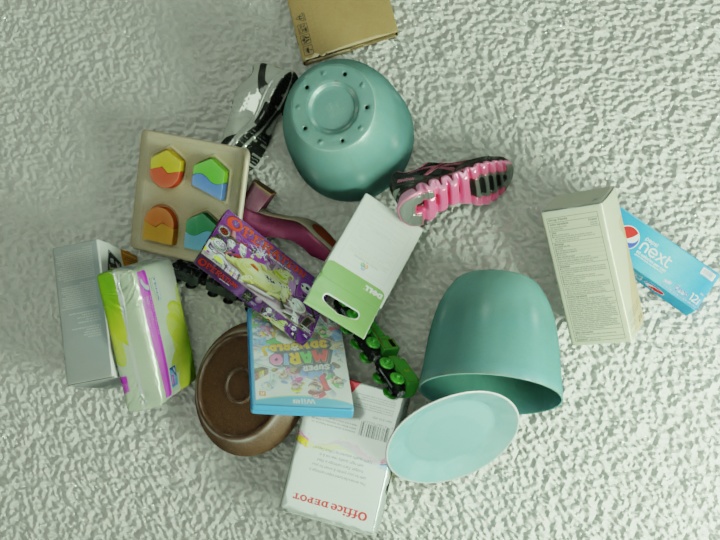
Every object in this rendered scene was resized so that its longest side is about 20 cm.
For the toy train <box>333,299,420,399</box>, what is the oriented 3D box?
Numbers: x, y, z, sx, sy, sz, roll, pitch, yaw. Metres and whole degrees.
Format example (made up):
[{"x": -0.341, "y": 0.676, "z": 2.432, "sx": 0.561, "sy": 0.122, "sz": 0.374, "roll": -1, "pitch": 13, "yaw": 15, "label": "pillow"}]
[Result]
[{"x": 0.021, "y": 0.108, "z": 1.392, "sx": 0.201, "sy": 0.056, "sz": 0.042, "roll": 54, "pitch": 132, "yaw": 38, "label": "toy train"}]

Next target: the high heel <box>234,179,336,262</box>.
[{"x": -0.114, "y": -0.045, "z": 1.471, "sx": 0.199, "sy": 0.067, "sz": 0.097, "roll": 39, "pitch": 105, "yaw": 14, "label": "high heel"}]

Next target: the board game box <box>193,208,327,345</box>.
[{"x": -0.140, "y": 0.009, "z": 1.399, "sx": 0.199, "sy": 0.121, "sz": 0.032, "roll": 38, "pitch": 121, "yaw": -13, "label": "board game box"}]

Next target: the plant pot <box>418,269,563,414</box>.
[{"x": 0.184, "y": 0.096, "z": 1.337, "sx": 0.196, "sy": 0.201, "sz": 0.164, "roll": 3, "pitch": 68, "yaw": 9, "label": "plant pot"}]

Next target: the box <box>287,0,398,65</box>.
[{"x": -0.039, "y": -0.445, "z": 1.528, "sx": 0.161, "sy": 0.021, "sz": 0.204, "roll": -15, "pitch": 80, "yaw": 6, "label": "box"}]

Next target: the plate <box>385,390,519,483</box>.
[{"x": 0.126, "y": 0.228, "z": 1.340, "sx": 0.197, "sy": 0.201, "sz": 0.026, "roll": -24, "pitch": 45, "yaw": 4, "label": "plate"}]

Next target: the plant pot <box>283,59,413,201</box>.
[{"x": -0.026, "y": -0.219, "z": 1.421, "sx": 0.196, "sy": 0.161, "sz": 0.205, "roll": -1, "pitch": 83, "yaw": 8, "label": "plant pot"}]

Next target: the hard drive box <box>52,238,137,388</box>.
[{"x": -0.384, "y": 0.070, "z": 1.438, "sx": 0.075, "sy": 0.156, "sz": 0.204, "roll": -10, "pitch": 81, "yaw": 7, "label": "hard drive box"}]

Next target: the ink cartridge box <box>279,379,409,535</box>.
[{"x": -0.021, "y": 0.262, "z": 1.394, "sx": 0.143, "sy": 0.083, "sz": 0.204, "roll": 13, "pitch": 84, "yaw": 9, "label": "ink cartridge box"}]

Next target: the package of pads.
[{"x": -0.309, "y": 0.088, "z": 1.412, "sx": 0.067, "sy": 0.154, "sz": 0.204, "roll": -10, "pitch": 96, "yaw": 10, "label": "package of pads"}]

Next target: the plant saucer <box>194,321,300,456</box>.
[{"x": -0.172, "y": 0.172, "z": 1.424, "sx": 0.197, "sy": 0.034, "sz": 0.204, "roll": -8, "pitch": 72, "yaw": 25, "label": "plant saucer"}]

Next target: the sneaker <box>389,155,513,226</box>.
[{"x": 0.131, "y": -0.138, "z": 1.429, "sx": 0.197, "sy": 0.080, "sz": 0.096, "roll": -16, "pitch": 41, "yaw": -16, "label": "sneaker"}]

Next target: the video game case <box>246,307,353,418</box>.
[{"x": -0.089, "y": 0.128, "z": 1.368, "sx": 0.140, "sy": 0.018, "sz": 0.202, "roll": 5, "pitch": 38, "yaw": -13, "label": "video game case"}]

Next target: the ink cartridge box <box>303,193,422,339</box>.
[{"x": 0.000, "y": 0.000, "z": 1.395, "sx": 0.103, "sy": 0.059, "sz": 0.202, "roll": 31, "pitch": 65, "yaw": -4, "label": "ink cartridge box"}]

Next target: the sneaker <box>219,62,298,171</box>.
[{"x": -0.176, "y": -0.235, "z": 1.503, "sx": 0.079, "sy": 0.074, "sz": 0.202, "roll": 30, "pitch": 83, "yaw": 27, "label": "sneaker"}]

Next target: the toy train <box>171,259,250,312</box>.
[{"x": -0.204, "y": 0.026, "z": 1.475, "sx": 0.197, "sy": 0.046, "sz": 0.035, "roll": 21, "pitch": 123, "yaw": 13, "label": "toy train"}]

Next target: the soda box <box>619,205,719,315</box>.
[{"x": 0.409, "y": -0.022, "z": 1.379, "sx": 0.199, "sy": 0.068, "sz": 0.065, "roll": 37, "pitch": 88, "yaw": 12, "label": "soda box"}]

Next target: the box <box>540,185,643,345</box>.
[{"x": 0.323, "y": -0.005, "z": 1.333, "sx": 0.094, "sy": 0.078, "sz": 0.203, "roll": -5, "pitch": 108, "yaw": 33, "label": "box"}]

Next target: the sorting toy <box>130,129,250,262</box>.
[{"x": -0.267, "y": -0.108, "z": 1.468, "sx": 0.197, "sy": 0.036, "sz": 0.189, "roll": 13, "pitch": 102, "yaw": 19, "label": "sorting toy"}]
